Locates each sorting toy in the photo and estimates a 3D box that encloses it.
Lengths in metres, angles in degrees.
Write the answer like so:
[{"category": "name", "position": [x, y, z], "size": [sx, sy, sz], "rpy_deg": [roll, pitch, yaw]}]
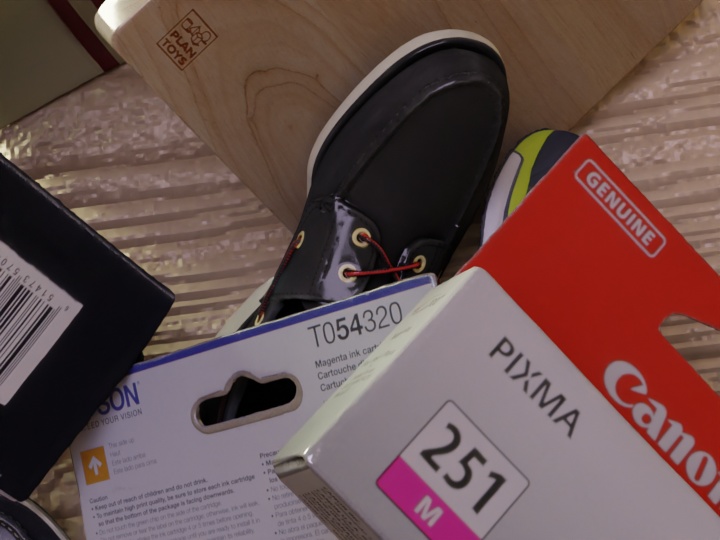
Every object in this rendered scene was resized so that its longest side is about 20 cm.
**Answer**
[{"category": "sorting toy", "position": [0.013, -0.117, 0.893], "size": [0.199, 0.200, 0.070], "rpy_deg": [-44, 45, 0]}]

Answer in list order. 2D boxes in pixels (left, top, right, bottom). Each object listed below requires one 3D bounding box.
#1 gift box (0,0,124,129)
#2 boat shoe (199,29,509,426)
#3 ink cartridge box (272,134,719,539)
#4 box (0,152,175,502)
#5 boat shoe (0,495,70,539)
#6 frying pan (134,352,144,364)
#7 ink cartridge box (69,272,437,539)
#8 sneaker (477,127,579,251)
[{"category": "gift box", "position": [-0.159, -0.173, 0.942], "size": [0.200, 0.187, 0.185], "rpy_deg": [-33, 69, -1]}, {"category": "boat shoe", "position": [0.002, 0.001, 0.874], "size": [0.202, 0.074, 0.063], "rpy_deg": [-58, 29, 23]}, {"category": "ink cartridge box", "position": [0.098, 0.075, 0.768], "size": [0.200, 0.044, 0.174], "rpy_deg": [46, 69, -6]}, {"category": "box", "position": [-0.194, -0.021, 0.887], "size": [0.104, 0.148, 0.200], "rpy_deg": [-53, 43, -5]}, {"category": "boat shoe", "position": [-0.129, 0.180, 0.884], "size": [0.074, 0.062, 0.201], "rpy_deg": [-16, 76, 7]}, {"category": "frying pan", "position": [-0.192, 0.070, 0.954], "size": [0.115, 0.031, 0.190], "rpy_deg": [42, 82, 17]}, {"category": "ink cartridge box", "position": [-0.017, 0.120, 0.838], "size": [0.196, 0.043, 0.201], "rpy_deg": [-17, 79, 37]}, {"category": "sneaker", "position": [0.085, 0.033, 0.882], "size": [0.081, 0.074, 0.201], "rpy_deg": [2, 61, 4]}]
